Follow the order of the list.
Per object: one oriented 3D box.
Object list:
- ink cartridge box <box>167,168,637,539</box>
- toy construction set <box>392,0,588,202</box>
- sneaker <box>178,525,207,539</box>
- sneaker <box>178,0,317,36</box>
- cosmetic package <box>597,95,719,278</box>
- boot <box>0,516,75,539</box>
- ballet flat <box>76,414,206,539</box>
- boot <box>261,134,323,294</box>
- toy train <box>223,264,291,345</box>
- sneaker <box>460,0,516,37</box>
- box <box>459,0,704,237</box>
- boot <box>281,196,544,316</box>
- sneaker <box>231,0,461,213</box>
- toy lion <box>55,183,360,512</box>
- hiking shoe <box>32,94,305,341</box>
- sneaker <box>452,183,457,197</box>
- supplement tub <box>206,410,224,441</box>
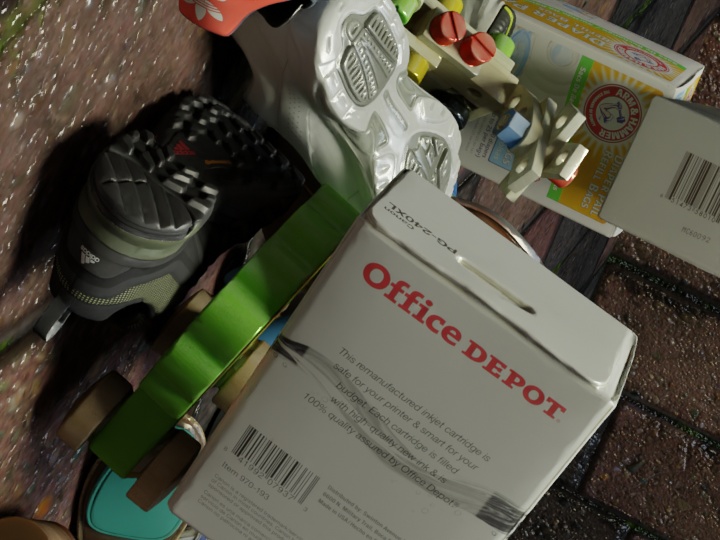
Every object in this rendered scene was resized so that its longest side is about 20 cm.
[{"bbox_3d":[0.020,0.073,0.877,0.200,0.145,0.083,-55,177,27],"label":"ink cartridge box"},{"bbox_3d":[0.051,-0.129,1.001,0.092,0.200,0.131,-47,-165,-27],"label":"toy construction set"},{"bbox_3d":[-0.109,0.155,1.175,0.200,0.088,0.075,-40,-145,52],"label":"sneaker"},{"bbox_3d":[-0.025,-0.166,0.854,0.200,0.075,0.085,-34,154,-52],"label":"sneaker"},{"bbox_3d":[0.231,-0.050,1.117,0.085,0.107,0.200,-66,161,10],"label":"cosmetic package"},{"bbox_3d":[-0.202,0.226,0.941,0.200,0.074,0.155,-57,171,-14],"label":"boot"},{"bbox_3d":[-0.141,0.150,1.085,0.065,0.070,0.200,-95,-155,-58],"label":"ballet flat"},{"bbox_3d":[0.000,0.000,1.049,0.073,0.200,0.076,-1,136,-37],"label":"boot"},{"bbox_3d":[0.013,0.039,1.136,0.200,0.116,0.085,-12,173,-24],"label":"toy train"},{"bbox_3d":[0.012,-0.104,1.131,0.200,0.076,0.075,-51,173,11],"label":"sneaker"},{"bbox_3d":[0.111,-0.121,1.186,0.113,0.200,0.101,-68,167,21],"label":"box"},{"bbox_3d":[0.013,0.032,1.202,0.200,0.186,0.064,-62,-164,-18],"label":"boot"},{"bbox_3d":[-0.012,-0.084,0.952,0.078,0.099,0.200,-50,142,-24],"label":"sneaker"},{"bbox_3d":[-0.062,0.024,0.942,0.192,0.069,0.200,-48,180,26],"label":"toy lion"},{"bbox_3d":[-0.098,-0.024,0.878,0.101,0.076,0.200,-49,171,21],"label":"hiking shoe"},{"bbox_3d":[0.037,-0.053,1.345,0.071,0.083,0.200,-39,153,-1],"label":"sneaker"},{"bbox_3d":[-0.008,0.156,1.282,0.123,0.200,0.123,-58,167,-22],"label":"supplement tub"}]
